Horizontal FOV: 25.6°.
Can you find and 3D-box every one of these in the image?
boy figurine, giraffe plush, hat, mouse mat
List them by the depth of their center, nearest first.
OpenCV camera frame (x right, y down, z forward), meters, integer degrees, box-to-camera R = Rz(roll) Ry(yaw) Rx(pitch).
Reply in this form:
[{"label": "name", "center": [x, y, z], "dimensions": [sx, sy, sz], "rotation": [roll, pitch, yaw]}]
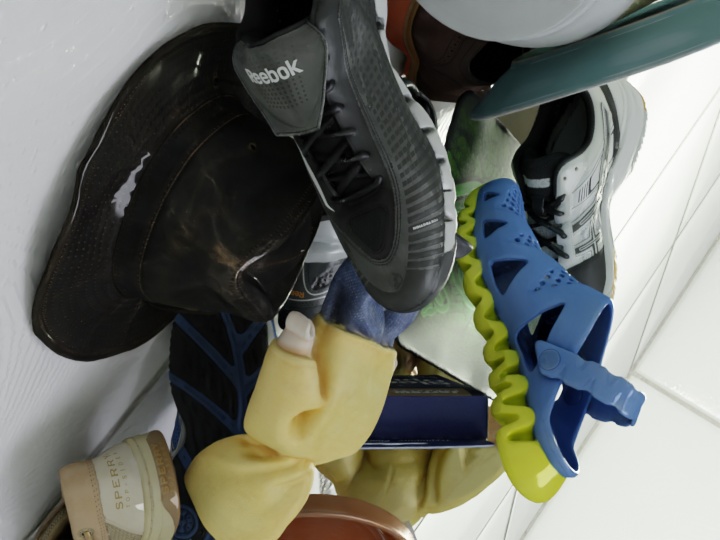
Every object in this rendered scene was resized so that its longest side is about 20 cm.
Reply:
[{"label": "hat", "center": [-0.064, -0.020, 0.757], "dimensions": [0.201, 0.081, 0.201], "rotation": [-51, 163, -23]}, {"label": "boy figurine", "center": [-0.018, 0.054, 0.819], "dimensions": [0.201, 0.064, 0.124], "rotation": [-58, 155, 9]}, {"label": "mouse mat", "center": [0.079, -0.009, 1.020], "dimensions": [0.200, 0.007, 0.163], "rotation": [32, 73, -61]}, {"label": "giraffe plush", "center": [0.028, 0.116, 1.183], "dimensions": [0.162, 0.170, 0.202], "rotation": [-87, 175, -74]}]

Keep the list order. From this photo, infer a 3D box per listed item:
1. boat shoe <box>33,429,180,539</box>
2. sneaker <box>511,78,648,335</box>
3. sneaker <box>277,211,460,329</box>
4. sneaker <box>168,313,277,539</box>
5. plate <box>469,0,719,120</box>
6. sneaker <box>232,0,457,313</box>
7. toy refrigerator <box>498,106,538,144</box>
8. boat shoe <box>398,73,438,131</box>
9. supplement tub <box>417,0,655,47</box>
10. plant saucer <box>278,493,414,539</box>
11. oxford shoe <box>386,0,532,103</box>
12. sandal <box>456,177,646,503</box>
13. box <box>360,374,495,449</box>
[{"label": "boat shoe", "center": [-0.146, 0.147, 0.858], "dimensions": [0.064, 0.072, 0.201], "rotation": [-9, 149, -23]}, {"label": "sneaker", "center": [0.124, -0.039, 1.027], "dimensions": [0.087, 0.075, 0.202], "rotation": [21, 77, -49]}, {"label": "sneaker", "center": [0.000, 0.000, 0.971], "dimensions": [0.199, 0.080, 0.087], "rotation": [-5, 106, -57]}, {"label": "sneaker", "center": [-0.073, 0.106, 0.901], "dimensions": [0.077, 0.075, 0.202], "rotation": [-18, 117, -79]}, {"label": "plate", "center": [0.151, -0.129, 0.886], "dimensions": [0.198, 0.026, 0.200], "rotation": [-20, -173, 3]}, {"label": "sneaker", "center": [-0.015, -0.077, 0.702], "dimensions": [0.090, 0.066, 0.202], "rotation": [-9, 85, -54]}, {"label": "toy refrigerator", "center": [0.120, -0.034, 1.167], "dimensions": [0.076, 0.069, 0.202], "rotation": [-28, 114, -62]}, {"label": "boat shoe", "center": [0.009, -0.076, 0.921], "dimensions": [0.074, 0.063, 0.201], "rotation": [-62, 166, 0]}, {"label": "supplement tub", "center": [0.109, -0.200, 0.847], "dimensions": [0.200, 0.144, 0.146], "rotation": [-33, 150, -58]}, {"label": "plant saucer", "center": [-0.056, 0.213, 1.083], "dimensions": [0.201, 0.198, 0.033], "rotation": [105, -21, -45]}, {"label": "oxford shoe", "center": [0.069, -0.131, 0.976], "dimensions": [0.072, 0.072, 0.200], "rotation": [-60, 164, 3]}, {"label": "sandal", "center": [0.113, 0.033, 0.942], "dimensions": [0.086, 0.202, 0.079], "rotation": [-21, 155, 17]}, {"label": "box", "center": [0.008, 0.085, 0.979], "dimensions": [0.200, 0.120, 0.033], "rotation": [-169, -100, -82]}]
